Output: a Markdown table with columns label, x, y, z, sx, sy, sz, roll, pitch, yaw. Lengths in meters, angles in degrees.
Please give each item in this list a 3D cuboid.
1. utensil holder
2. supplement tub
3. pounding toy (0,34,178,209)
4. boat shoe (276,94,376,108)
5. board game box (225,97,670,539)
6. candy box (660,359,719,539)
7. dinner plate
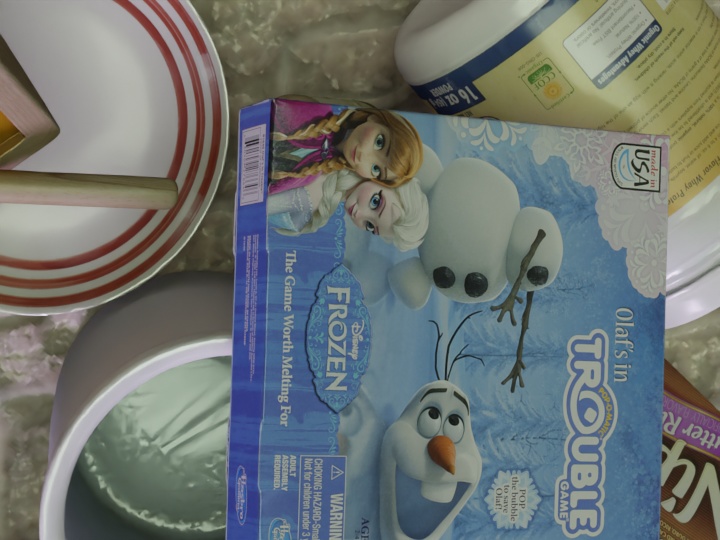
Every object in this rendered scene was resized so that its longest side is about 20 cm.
| label | x | y | z | sx | sy | sz | roll | pitch | yaw |
| --- | --- | --- | --- | --- | --- | --- | --- | --- | --- |
| utensil holder | -0.075 | 0.093 | 0.923 | 0.170 | 0.200 | 0.170 | -2 | 101 | -10 |
| supplement tub | 0.128 | -0.082 | 0.953 | 0.144 | 0.144 | 0.200 | -41 | 104 | 0 |
| pounding toy | -0.217 | -0.068 | 0.818 | 0.184 | 0.200 | 0.142 | -35 | 64 | 0 |
| boat shoe | 0.000 | 0.000 | 0.938 | 0.072 | 0.065 | 0.200 | -33 | 64 | 35 |
| board game box | 0.042 | 0.033 | 0.822 | 0.199 | 0.043 | 0.200 | 3 | 87 | -25 |
| candy box | 0.128 | 0.093 | 1.002 | 0.200 | 0.056 | 0.117 | 43 | 49 | -13 |
| dinner plate | -0.166 | -0.077 | 0.953 | 0.200 | 0.024 | 0.200 | 0 | 94 | 1 |
